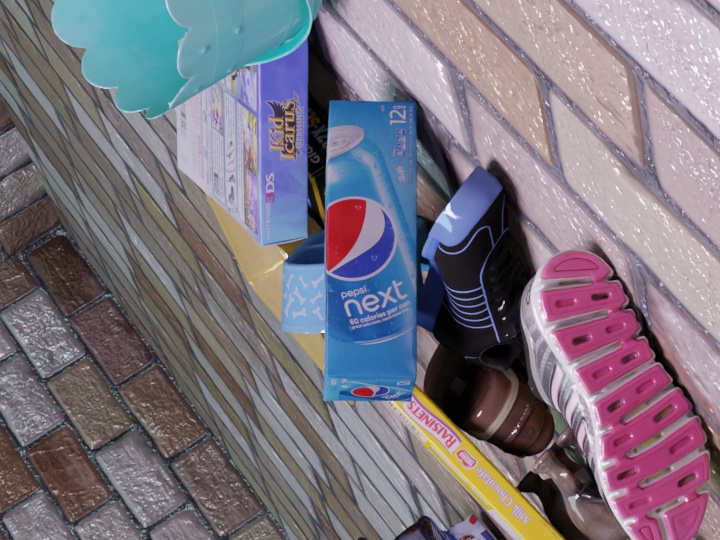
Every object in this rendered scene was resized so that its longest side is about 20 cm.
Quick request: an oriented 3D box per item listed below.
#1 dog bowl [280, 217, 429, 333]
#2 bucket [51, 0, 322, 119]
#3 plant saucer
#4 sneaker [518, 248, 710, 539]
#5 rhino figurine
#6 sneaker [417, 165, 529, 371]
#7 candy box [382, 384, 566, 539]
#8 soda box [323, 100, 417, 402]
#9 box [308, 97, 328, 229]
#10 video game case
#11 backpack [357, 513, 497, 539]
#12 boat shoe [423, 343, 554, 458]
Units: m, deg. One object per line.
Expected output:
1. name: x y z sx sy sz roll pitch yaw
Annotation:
1. dog bowl: 0.000 0.000 1.693 0.200 0.111 0.050 -50 -48 -74
2. bucket: -0.128 -0.218 1.567 0.207 0.134 0.208 42 149 34
3. plant saucer: -0.063 -0.011 1.932 0.200 0.048 0.201 47 166 43
4. sneaker: 0.154 0.080 1.417 0.201 0.073 0.087 64 168 -5
5. rhino figurine: 0.161 0.170 1.653 0.087 0.060 0.200 42 169 8
6. sneaker: 0.087 0.002 1.541 0.078 0.070 0.200 33 157 12
7. candy box: 0.074 0.136 1.631 0.200 0.026 0.102 46 178 3
8. soda box: 0.007 -0.014 1.569 0.068 0.064 0.201 96 174 -72
9. box: -0.050 -0.083 1.933 0.160 0.049 0.200 50 166 31
10. video game case: -0.094 -0.145 1.770 0.181 0.045 0.201 -137 43 -56
11. backpack: 0.102 0.345 2.166 0.191 0.154 0.200 59 179 41
12. boat shoe: 0.100 0.095 1.699 0.075 0.075 0.202 30 -170 -13
